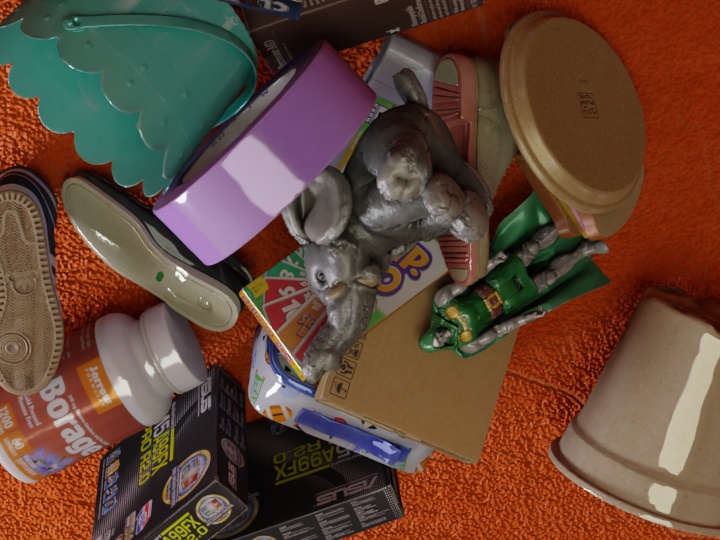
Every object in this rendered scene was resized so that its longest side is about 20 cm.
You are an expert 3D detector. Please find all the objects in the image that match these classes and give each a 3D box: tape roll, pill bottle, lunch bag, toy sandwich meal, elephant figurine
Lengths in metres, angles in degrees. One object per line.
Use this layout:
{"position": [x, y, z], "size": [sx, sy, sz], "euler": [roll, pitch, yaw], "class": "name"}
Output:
{"position": [-0.079, -0.098, 1.466], "size": [0.200, 0.200, 0.066], "euler": [-41, 103, 16], "class": "tape roll"}
{"position": [-0.249, 0.109, 1.666], "size": [0.199, 0.112, 0.113], "euler": [-27, 115, 9], "class": "pill bottle"}
{"position": [-0.004, 0.101, 1.650], "size": [0.199, 0.161, 0.076], "euler": [21, 124, -15], "class": "lunch bag"}
{"position": [0.177, -0.128, 1.562], "size": [0.070, 0.206, 0.205], "euler": [-22, 122, 44], "class": "toy sandwich meal"}
{"position": [0.000, -0.036, 1.489], "size": [0.200, 0.155, 0.142], "euler": [-36, 104, 26], "class": "elephant figurine"}

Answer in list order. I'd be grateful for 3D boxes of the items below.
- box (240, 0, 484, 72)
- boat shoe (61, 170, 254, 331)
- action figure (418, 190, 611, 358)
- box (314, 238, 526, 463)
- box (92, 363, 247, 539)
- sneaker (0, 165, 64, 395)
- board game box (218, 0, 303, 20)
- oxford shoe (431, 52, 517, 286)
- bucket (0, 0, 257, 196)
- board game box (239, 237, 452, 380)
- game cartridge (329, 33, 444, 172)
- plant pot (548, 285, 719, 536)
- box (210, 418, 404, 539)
{"position": [-0.001, -0.243, 1.504], "size": [0.198, 0.100, 0.076], "euler": [-16, 74, 6], "class": "box"}
{"position": [-0.186, -0.026, 1.636], "size": [0.199, 0.068, 0.072], "euler": [36, 135, -6], "class": "boat shoe"}
{"position": [0.131, 0.015, 1.600], "size": [0.199, 0.055, 0.119], "euler": [-36, 98, -18], "class": "action figure"}
{"position": [0.063, 0.053, 1.605], "size": [0.162, 0.021, 0.201], "euler": [23, 73, -16], "class": "box"}
{"position": [-0.177, 0.196, 1.658], "size": [0.160, 0.200, 0.044], "euler": [-39, 114, 16], "class": "box"}
{"position": [-0.303, 0.004, 1.609], "size": [0.069, 0.109, 0.202], "euler": [-2, 114, -7], "class": "sneaker"}
{"position": [-0.129, -0.285, 1.395], "size": [0.198, 0.035, 0.137], "euler": [14, 71, -5], "class": "board game box"}
{"position": [0.107, -0.088, 1.555], "size": [0.073, 0.071, 0.202], "euler": [-2, 95, -27], "class": "oxford shoe"}
{"position": [-0.191, -0.174, 1.468], "size": [0.207, 0.207, 0.135], "euler": [46, 72, -22], "class": "bucket"}
{"position": [0.000, 0.000, 1.568], "size": [0.199, 0.030, 0.096], "euler": [-36, 87, -20], "class": "board game box"}
{"position": [0.038, -0.104, 1.623], "size": [0.132, 0.041, 0.201], "euler": [22, 113, -18], "class": "game cartridge"}
{"position": [0.302, 0.122, 1.682], "size": [0.199, 0.201, 0.185], "euler": [16, 103, -12], "class": "plant pot"}
{"position": [-0.065, 0.200, 1.696], "size": [0.199, 0.161, 0.044], "euler": [-20, 123, 7], "class": "box"}
